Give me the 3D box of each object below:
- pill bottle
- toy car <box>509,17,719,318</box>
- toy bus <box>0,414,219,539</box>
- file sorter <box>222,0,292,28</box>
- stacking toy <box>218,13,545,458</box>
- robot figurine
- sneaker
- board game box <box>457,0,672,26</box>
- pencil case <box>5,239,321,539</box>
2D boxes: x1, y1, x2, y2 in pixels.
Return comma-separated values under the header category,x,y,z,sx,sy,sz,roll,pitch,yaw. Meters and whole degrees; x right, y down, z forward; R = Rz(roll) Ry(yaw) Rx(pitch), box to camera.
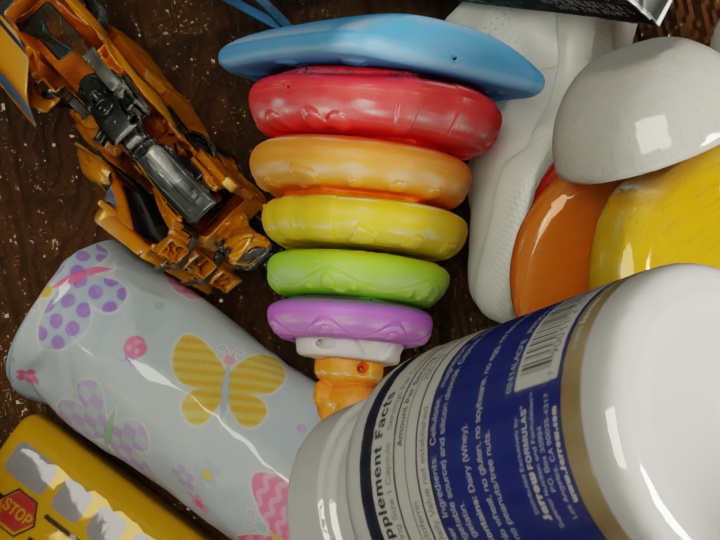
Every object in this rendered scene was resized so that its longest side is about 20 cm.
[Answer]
category,x,y,z,sx,sy,sz,roll,pitch,yaw
pill bottle,0.066,0.075,0.957,0.199,0.115,0.117,-22,72,49
toy car,0.147,-0.020,1.062,0.199,0.150,0.176,-27,104,-31
toy bus,-0.117,0.130,1.146,0.199,0.065,0.079,35,89,16
file sorter,-0.050,-0.229,1.159,0.138,0.123,0.201,29,89,19
stacking toy,0.000,0.000,1.074,0.109,0.115,0.202,-3,81,54
robot figurine,-0.108,-0.066,1.144,0.058,0.145,0.200,-44,65,6
sneaker,0.068,-0.076,1.145,0.088,0.075,0.201,9,80,30
board game box,0.085,-0.175,1.103,0.200,0.028,0.136,14,75,55
pencil case,-0.060,0.070,1.135,0.199,0.091,0.083,35,62,15
